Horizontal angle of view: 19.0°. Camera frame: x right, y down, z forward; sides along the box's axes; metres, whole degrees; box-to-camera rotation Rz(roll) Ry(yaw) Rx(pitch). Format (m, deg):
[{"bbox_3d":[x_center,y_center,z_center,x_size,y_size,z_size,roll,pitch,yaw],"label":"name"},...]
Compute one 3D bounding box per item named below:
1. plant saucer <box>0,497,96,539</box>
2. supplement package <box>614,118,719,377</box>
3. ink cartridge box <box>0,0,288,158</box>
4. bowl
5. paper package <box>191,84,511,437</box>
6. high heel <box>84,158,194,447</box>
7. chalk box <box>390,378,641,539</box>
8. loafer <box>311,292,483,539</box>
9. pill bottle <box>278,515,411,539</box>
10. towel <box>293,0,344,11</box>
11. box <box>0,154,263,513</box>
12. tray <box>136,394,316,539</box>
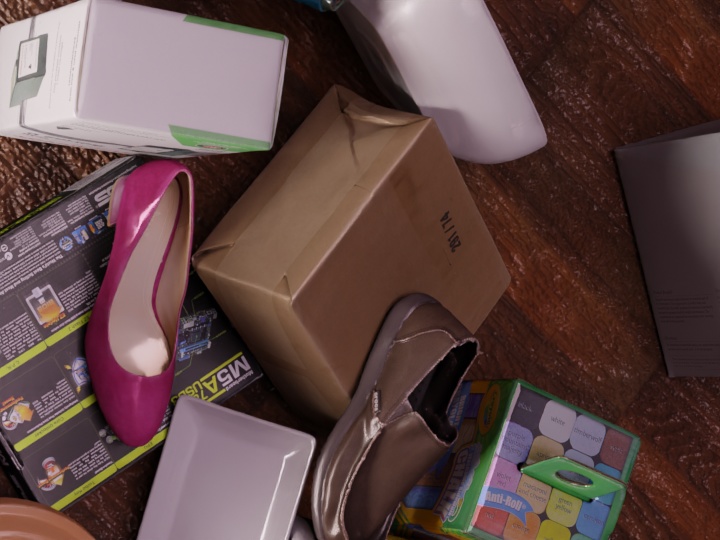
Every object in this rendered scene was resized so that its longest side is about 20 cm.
[{"bbox_3d":[-0.257,0.258,1.497,0.200,0.032,0.201,-5,104,-23],"label":"plant saucer"},{"bbox_3d":[0.335,-0.027,1.735,0.147,0.191,0.200,-17,96,-26],"label":"supplement package"},{"bbox_3d":[-0.159,-0.129,1.495,0.146,0.200,0.084,8,87,-25],"label":"ink cartridge box"},{"bbox_3d":[0.043,-0.173,1.579,0.075,0.200,0.200,-34,129,-5],"label":"bowl"},{"bbox_3d":[0.000,0.000,1.577,0.191,0.103,0.200,-53,139,-20],"label":"paper package"},{"bbox_3d":[-0.144,0.023,1.502,0.067,0.096,0.200,9,83,-27],"label":"high heel"},{"bbox_3d":[0.119,0.160,1.616,0.124,0.200,0.124,26,77,-22],"label":"chalk box"},{"bbox_3d":[0.026,0.117,1.523,0.073,0.071,0.200,16,95,-52],"label":"loafer"},{"bbox_3d":[0.017,0.254,1.612,0.200,0.111,0.111,14,81,-25],"label":"pill bottle"},{"bbox_3d":[-0.069,-0.274,1.527,0.200,0.022,0.147,25,72,19],"label":"towel"},{"bbox_3d":[-0.198,0.047,1.553,0.200,0.048,0.193,-35,105,-24],"label":"box"},{"bbox_3d":[-0.108,0.198,1.563,0.107,0.022,0.200,18,96,5],"label":"tray"}]
